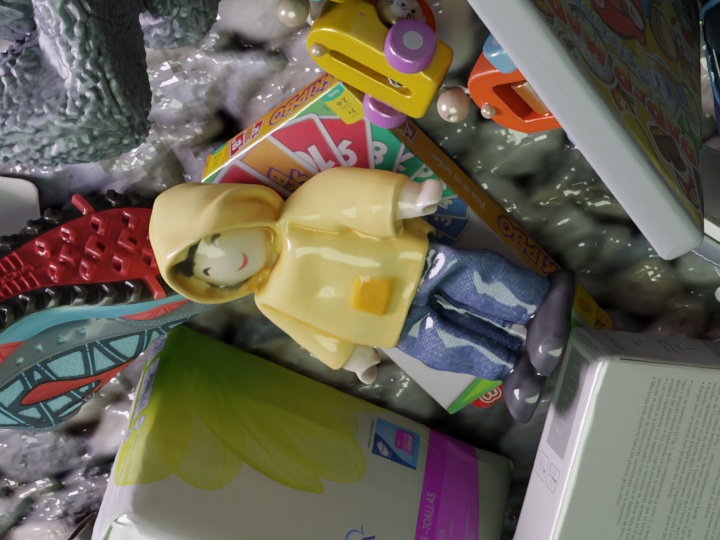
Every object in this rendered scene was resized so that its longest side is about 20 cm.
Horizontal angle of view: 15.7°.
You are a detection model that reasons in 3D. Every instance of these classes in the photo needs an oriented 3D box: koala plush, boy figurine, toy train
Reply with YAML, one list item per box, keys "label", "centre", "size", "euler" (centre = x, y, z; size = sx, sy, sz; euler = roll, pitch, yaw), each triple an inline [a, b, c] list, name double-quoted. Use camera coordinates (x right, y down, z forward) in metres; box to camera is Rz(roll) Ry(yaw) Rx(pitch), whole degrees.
- label: "koala plush"
  centre: [-0.191, -0.136, 1.118]
  size: [0.199, 0.178, 0.184]
  euler: [-14, 113, 20]
- label: "boy figurine"
  centre: [0.000, 0.000, 1.218]
  size: [0.199, 0.065, 0.125]
  euler: [19, 131, -9]
- label: "toy train"
  centre: [0.023, -0.125, 1.128]
  size: [0.200, 0.056, 0.150]
  euler: [40, 153, -22]

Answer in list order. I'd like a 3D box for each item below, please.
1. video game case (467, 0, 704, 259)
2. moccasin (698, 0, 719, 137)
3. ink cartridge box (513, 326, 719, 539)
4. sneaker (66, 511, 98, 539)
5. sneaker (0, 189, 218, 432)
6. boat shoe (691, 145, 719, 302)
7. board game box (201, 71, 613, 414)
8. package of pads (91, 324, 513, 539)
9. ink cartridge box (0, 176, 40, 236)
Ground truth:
- label: "video game case"
  centre: [0.080, -0.128, 1.055]
  size: [0.023, 0.182, 0.200]
  euler: [-27, 120, 24]
- label: "moccasin"
  centre: [0.184, -0.112, 1.123]
  size: [0.080, 0.068, 0.201]
  euler: [-5, 127, 14]
- label: "ink cartridge box"
  centre: [0.163, 0.134, 1.284]
  size: [0.175, 0.045, 0.201]
  euler: [7, 109, -22]
- label: "sneaker"
  centre: [-0.146, 0.208, 1.448]
  size: [0.106, 0.075, 0.200]
  euler: [39, 131, 0]
- label: "sneaker"
  centre: [-0.152, 0.029, 1.264]
  size: [0.199, 0.079, 0.096]
  euler: [-18, 140, -16]
- label: "boat shoe"
  centre: [0.196, 0.006, 1.214]
  size: [0.199, 0.073, 0.062]
  euler: [26, 124, -17]
- label: "board game box"
  centre: [0.026, -0.008, 1.264]
  size: [0.095, 0.030, 0.200]
  euler: [-33, 119, 31]
- label: "package of pads"
  centre: [-0.029, 0.128, 1.297]
  size: [0.199, 0.155, 0.068]
  euler: [22, 129, -8]
- label: "ink cartridge box"
  centre: [-0.258, 0.011, 1.300]
  size: [0.199, 0.068, 0.117]
  euler: [3, 128, 8]
